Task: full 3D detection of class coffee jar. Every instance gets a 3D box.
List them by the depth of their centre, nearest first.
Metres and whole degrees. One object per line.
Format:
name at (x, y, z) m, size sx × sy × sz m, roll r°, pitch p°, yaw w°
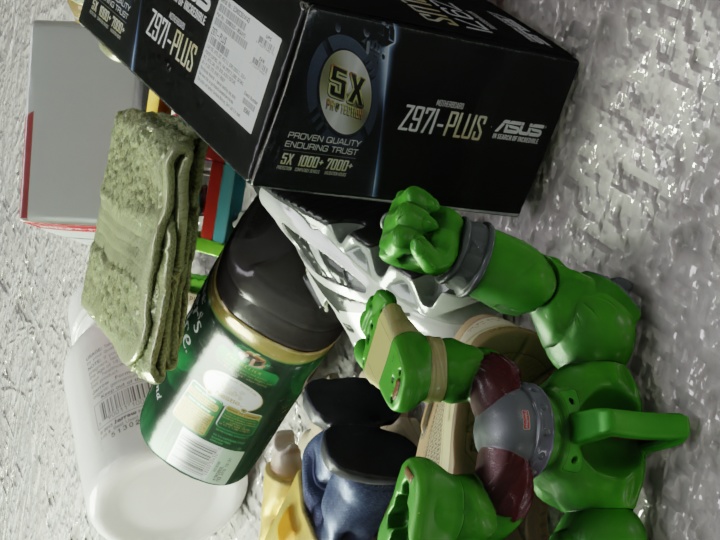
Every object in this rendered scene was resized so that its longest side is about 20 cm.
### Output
coffee jar at (-0.062, 0.037, 1.007) m, size 0.200 × 0.085 × 0.105 m, roll -57°, pitch 6°, yaw 46°

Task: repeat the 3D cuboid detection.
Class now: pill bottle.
pill bottle at (-0.155, 0.093, 1.211) m, size 0.201 × 0.113 × 0.115 m, roll -111°, pitch 35°, yaw -45°

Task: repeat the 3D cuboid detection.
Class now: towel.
towel at (-0.132, -0.024, 1.005) m, size 0.200 × 0.036 × 0.150 m, roll -149°, pitch 67°, yaw -71°

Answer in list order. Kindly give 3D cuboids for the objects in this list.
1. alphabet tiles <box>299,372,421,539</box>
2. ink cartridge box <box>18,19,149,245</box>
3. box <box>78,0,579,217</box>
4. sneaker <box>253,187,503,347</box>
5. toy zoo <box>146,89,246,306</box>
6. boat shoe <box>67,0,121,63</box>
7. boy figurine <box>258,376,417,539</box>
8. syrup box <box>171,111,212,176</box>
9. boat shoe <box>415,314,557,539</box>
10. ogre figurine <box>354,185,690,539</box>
alphabet tiles at (-0.003, 0.161, 0.954) m, size 0.196 × 0.014 × 0.202 m, roll -121°, pitch 42°, yaw -53°
ink cartridge box at (-0.188, -0.096, 1.260) m, size 0.200 × 0.083 × 0.146 m, roll 39°, pitch -126°, yaw -84°
box at (-0.021, -0.113, 0.825) m, size 0.200 × 0.163 × 0.087 m, roll 43°, pitch 119°, yaw 47°
sneaker at (0.000, 0.000, 0.888) m, size 0.200 × 0.074 × 0.089 m, roll 42°, pitch 138°, yaw 43°
toy zoo at (-0.083, -0.072, 1.088) m, size 0.130 × 0.020 × 0.202 m, roll 15°, pitch 103°, yaw 22°
boat shoe at (-0.145, -0.168, 1.058) m, size 0.200 × 0.071 × 0.077 m, roll -75°, pitch -5°, yaw -71°
boy figurine at (-0.033, 0.146, 0.913) m, size 0.201 × 0.064 × 0.125 m, roll -61°, pitch 36°, yaw 37°
syrup box at (-0.089, -0.169, 1.149) m, size 0.079 × 0.081 × 0.202 m, roll -146°, pitch 65°, yaw -65°
boat shoe at (0.053, 0.122, 0.790) m, size 0.064 × 0.071 × 0.202 m, roll -148°, pitch 70°, yaw -74°
ogre figurine at (0.066, 0.073, 0.696) m, size 0.098 × 0.119 × 0.202 m, roll 120°, pitch 148°, yaw -52°
